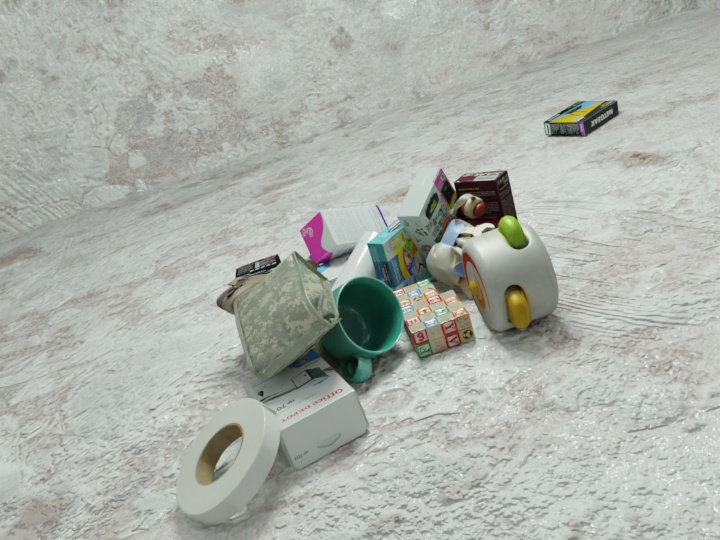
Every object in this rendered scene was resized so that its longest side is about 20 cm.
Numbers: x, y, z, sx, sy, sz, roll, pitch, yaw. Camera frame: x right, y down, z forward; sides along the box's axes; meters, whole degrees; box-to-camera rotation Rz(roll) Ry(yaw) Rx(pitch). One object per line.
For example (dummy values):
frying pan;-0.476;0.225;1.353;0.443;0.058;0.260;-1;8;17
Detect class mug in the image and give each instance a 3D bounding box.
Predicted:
mug;-0.017;0.110;1.352;0.114;0.152;0.185;-34;13;52

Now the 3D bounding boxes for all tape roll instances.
tape roll;-0.209;0.296;1.117;0.203;0.037;0.203;-34;32;24

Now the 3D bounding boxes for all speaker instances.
speaker;-0.004;0.011;1.569;0.081;0.081;0.200;3;53;41

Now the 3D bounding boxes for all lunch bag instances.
lunch bag;-0.127;0.090;1.253;0.164;0.118;0.200;-40;32;13

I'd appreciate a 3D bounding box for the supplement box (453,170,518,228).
supplement box;0.286;-0.116;1.568;0.109;0.200;0.061;3;30;40

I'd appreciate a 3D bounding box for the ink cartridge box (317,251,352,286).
ink cartridge box;0.000;0.000;1.692;0.200;0.067;0.116;-23;22;-9

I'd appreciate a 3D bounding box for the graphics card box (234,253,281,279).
graphics card box;-0.261;0.014;1.846;0.125;0.051;0.200;-20;13;-5

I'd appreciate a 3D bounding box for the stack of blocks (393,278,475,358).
stack of blocks;0.140;0.087;1.404;0.115;0.059;0.200;-19;23;-2

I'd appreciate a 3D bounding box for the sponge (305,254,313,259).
sponge;-0.156;0.023;1.730;0.112;0.030;0.200;-51;-2;42

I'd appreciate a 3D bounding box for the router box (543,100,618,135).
router box;0.710;-0.490;2.278;0.200;0.051;0.149;-33;28;-31

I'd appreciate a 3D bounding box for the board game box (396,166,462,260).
board game box;0.174;-0.108;1.585;0.064;0.200;0.148;2;53;39

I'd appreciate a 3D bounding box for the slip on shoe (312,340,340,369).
slip on shoe;-0.068;0.153;1.415;0.061;0.074;0.200;-35;12;39

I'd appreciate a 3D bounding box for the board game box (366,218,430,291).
board game box;0.107;-0.040;1.594;0.047;0.151;0.200;3;31;40

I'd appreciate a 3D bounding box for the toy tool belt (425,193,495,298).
toy tool belt;0.237;-0.050;1.495;0.123;0.200;0.125;30;5;36

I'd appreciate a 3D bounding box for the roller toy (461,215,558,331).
roller toy;0.269;0.016;1.315;0.139;0.200;0.182;-19;-12;-3

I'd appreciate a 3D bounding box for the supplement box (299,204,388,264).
supplement box;-0.034;-0.090;1.755;0.200;0.104;0.101;-12;-19;-46

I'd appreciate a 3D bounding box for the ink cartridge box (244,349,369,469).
ink cartridge box;-0.097;0.233;1.223;0.146;0.086;0.200;-26;23;-17

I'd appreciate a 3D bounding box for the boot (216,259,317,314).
boot;-0.204;0.029;1.494;0.146;0.070;0.200;2;27;39
